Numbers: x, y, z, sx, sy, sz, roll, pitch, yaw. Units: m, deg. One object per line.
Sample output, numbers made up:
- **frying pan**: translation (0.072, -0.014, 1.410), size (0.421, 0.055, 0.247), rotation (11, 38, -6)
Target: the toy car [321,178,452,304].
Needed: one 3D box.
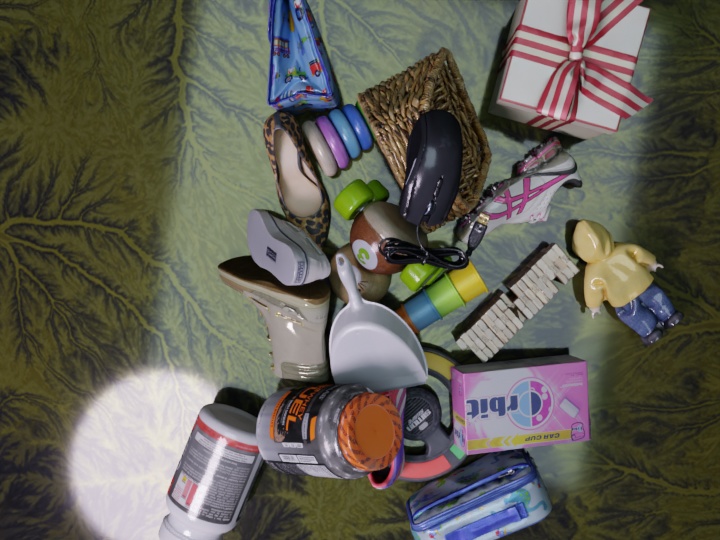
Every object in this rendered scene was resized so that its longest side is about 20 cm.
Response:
- **toy car**: translation (0.000, 0.000, 1.202), size (0.164, 0.158, 0.200), rotation (46, 107, 9)

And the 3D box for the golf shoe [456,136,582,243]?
- **golf shoe**: translation (0.228, -0.097, 1.215), size (0.199, 0.073, 0.092), rotation (-39, 93, 4)

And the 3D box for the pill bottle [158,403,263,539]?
- **pill bottle**: translation (-0.215, 0.307, 1.237), size (0.115, 0.116, 0.202), rotation (23, 94, 1)

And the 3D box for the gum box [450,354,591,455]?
- **gum box**: translation (0.234, 0.189, 1.219), size (0.197, 0.066, 0.115), rotation (-5, 94, -10)

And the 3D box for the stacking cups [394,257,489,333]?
- **stacking cups**: translation (0.087, 0.056, 1.239), size (0.198, 0.061, 0.061), rotation (-31, 92, 5)

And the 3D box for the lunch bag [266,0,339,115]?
- **lunch bag**: translation (-0.088, -0.325, 1.174), size (0.093, 0.151, 0.203), rotation (-7, 93, 3)

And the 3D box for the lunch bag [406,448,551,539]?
- **lunch bag**: translation (0.165, 0.330, 1.201), size (0.198, 0.161, 0.083), rotation (-25, 93, 4)

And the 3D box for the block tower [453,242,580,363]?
- **block tower**: translation (0.225, 0.050, 1.234), size (0.200, 0.054, 0.058), rotation (-44, 90, 5)

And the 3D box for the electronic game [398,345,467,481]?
- **electronic game**: translation (0.081, 0.212, 1.256), size (0.197, 0.042, 0.203), rotation (0, 93, 2)

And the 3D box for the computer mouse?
- **computer mouse**: translation (0.113, -0.091, 1.068), size (0.139, 0.046, 0.203), rotation (12, 101, -22)

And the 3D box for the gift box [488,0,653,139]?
- **gift box**: translation (0.290, -0.283, 1.144), size (0.197, 0.187, 0.187), rotation (10, 95, 3)

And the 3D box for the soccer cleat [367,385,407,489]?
- **soccer cleat**: translation (0.031, 0.208, 1.206), size (0.067, 0.073, 0.203), rotation (-1, 92, 10)

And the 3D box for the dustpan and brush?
- **dustpan and brush**: translation (0.003, 0.071, 1.156), size (0.138, 0.058, 0.202), rotation (-13, 120, 19)

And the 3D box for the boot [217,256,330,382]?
- **boot**: translation (-0.126, 0.071, 1.234), size (0.198, 0.072, 0.157), rotation (19, 125, 32)

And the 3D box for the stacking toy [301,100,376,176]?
- **stacking toy**: translation (0.018, -0.218, 1.220), size (0.198, 0.085, 0.086), rotation (-30, 92, -3)

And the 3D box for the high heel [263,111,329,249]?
- **high heel**: translation (-0.091, -0.119, 1.191), size (0.070, 0.143, 0.203), rotation (-15, 93, 3)

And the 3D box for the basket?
- **basket**: translation (0.106, -0.169, 1.144), size (0.148, 0.143, 0.201), rotation (-26, 126, 4)

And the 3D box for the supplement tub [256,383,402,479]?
- **supplement tub**: translation (-0.043, 0.217, 1.150), size (0.121, 0.199, 0.125), rotation (9, 76, -40)

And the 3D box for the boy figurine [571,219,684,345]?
- **boy figurine**: translation (0.369, 0.014, 1.222), size (0.124, 0.064, 0.200), rotation (-42, 90, 4)

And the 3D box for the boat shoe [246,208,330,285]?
- **boat shoe**: translation (-0.103, -0.035, 1.192), size (0.065, 0.200, 0.073), rotation (0, 108, -29)
